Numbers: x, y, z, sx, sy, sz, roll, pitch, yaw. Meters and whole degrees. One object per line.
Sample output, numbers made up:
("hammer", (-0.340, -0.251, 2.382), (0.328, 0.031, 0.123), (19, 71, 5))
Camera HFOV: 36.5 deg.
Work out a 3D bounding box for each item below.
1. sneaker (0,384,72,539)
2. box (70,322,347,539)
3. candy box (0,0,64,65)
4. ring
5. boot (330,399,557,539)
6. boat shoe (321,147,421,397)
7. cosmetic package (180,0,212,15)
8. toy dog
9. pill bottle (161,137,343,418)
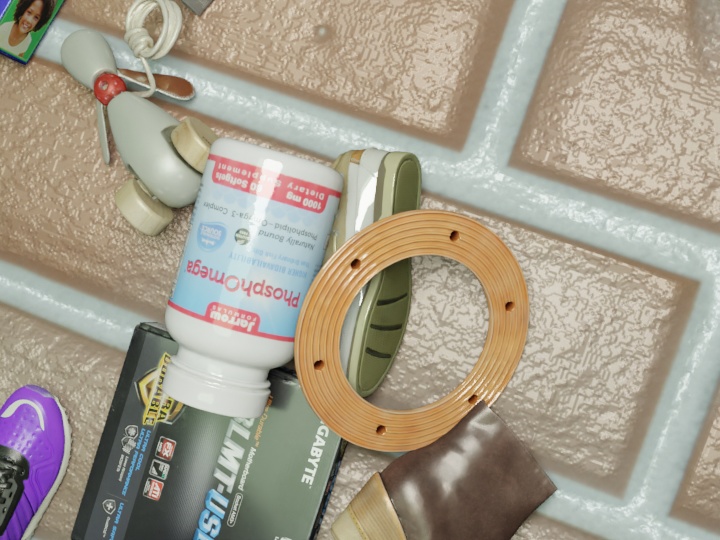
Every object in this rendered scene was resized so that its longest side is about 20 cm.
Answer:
("sneaker", (-0.311, 0.197, 0.924), (0.069, 0.100, 0.201), (20, 92, 9))
("box", (-0.122, 0.167, 0.918), (0.198, 0.050, 0.201), (19, 92, 12))
("candy box", (-0.324, -0.313, 0.959), (0.169, 0.077, 0.200), (33, 95, 11))
("ring", (0.041, 0.048, 0.855), (0.200, 0.019, 0.201), (-8, 112, -21))
("boot", (0.093, 0.225, 0.864), (0.166, 0.072, 0.200), (-36, 93, -2))
("boat shoe", (0.000, 0.000, 0.894), (0.068, 0.075, 0.201), (10, 91, 28))
("cosmetic package", (-0.112, -0.321, 0.905), (0.090, 0.107, 0.200), (42, 97, 10))
("toy dog", (-0.175, -0.120, 0.931), (0.131, 0.096, 0.201), (-21, 71, 17))
("pill bottle", (-0.088, 0.006, 0.845), (0.108, 0.109, 0.201), (16, 92, 11))
